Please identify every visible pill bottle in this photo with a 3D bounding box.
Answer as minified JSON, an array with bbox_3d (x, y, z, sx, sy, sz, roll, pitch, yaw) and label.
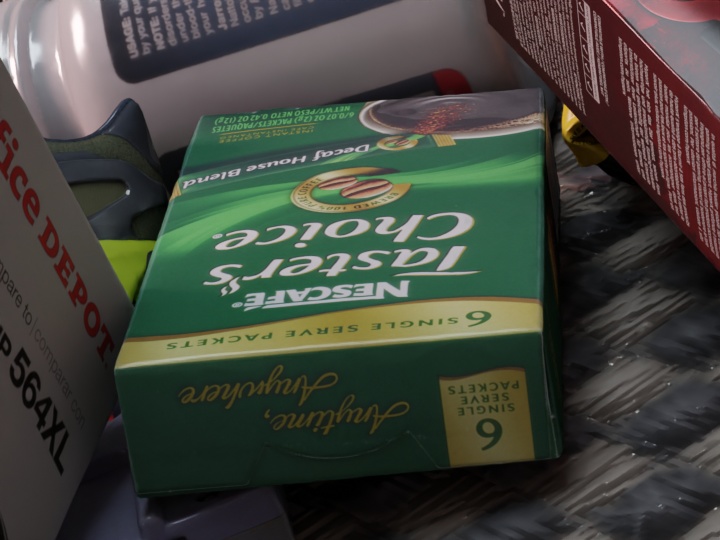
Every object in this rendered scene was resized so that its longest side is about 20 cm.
[{"bbox_3d":[-0.041,-0.079,0.959,0.200,0.120,0.120,-16,24,15],"label":"pill bottle"}]

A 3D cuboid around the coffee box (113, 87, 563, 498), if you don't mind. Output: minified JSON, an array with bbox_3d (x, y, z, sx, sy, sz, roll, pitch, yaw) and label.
[{"bbox_3d":[0.000,0.000,0.807,0.123,0.044,0.200,-4,23,7],"label":"coffee box"}]

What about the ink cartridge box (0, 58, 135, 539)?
[{"bbox_3d":[-0.145,0.042,0.690,0.084,0.146,0.200,1,48,24],"label":"ink cartridge box"}]

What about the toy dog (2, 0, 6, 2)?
[{"bbox_3d":[-0.129,-0.091,1.095,0.200,0.096,0.132,-18,23,11],"label":"toy dog"}]

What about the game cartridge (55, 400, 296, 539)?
[{"bbox_3d":[-0.121,0.082,0.799,0.200,0.038,0.130,-23,27,1],"label":"game cartridge"}]

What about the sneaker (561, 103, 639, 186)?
[{"bbox_3d":[0.094,-0.070,0.878,0.090,0.070,0.200,-26,25,-15],"label":"sneaker"}]

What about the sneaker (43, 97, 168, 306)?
[{"bbox_3d":[-0.155,-0.018,0.859,0.200,0.081,0.074,2,-15,-6],"label":"sneaker"}]

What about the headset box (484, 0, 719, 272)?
[{"bbox_3d":[0.144,-0.071,0.750,0.149,0.075,0.200,-29,52,-11],"label":"headset box"}]
